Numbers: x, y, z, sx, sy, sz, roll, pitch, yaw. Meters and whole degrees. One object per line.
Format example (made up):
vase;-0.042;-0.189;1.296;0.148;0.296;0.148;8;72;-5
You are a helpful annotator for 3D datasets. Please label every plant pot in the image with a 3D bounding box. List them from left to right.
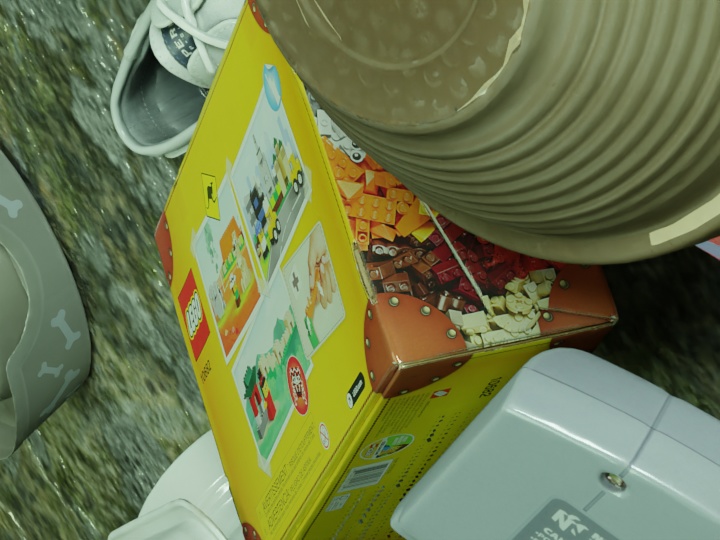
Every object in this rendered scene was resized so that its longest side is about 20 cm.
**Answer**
plant pot;0.033;-0.093;0.689;0.200;0.092;0.202;16;114;39

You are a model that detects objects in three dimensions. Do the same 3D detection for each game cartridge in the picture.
game cartridge;0.114;0.108;0.830;0.200;0.041;0.133;36;150;-1

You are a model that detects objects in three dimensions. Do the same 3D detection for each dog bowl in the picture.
dog bowl;-0.212;-0.002;1.382;0.200;0.058;0.201;43;150;31

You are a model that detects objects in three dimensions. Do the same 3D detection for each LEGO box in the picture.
LEGO box;0.000;0.000;0.901;0.200;0.077;0.150;120;136;-60

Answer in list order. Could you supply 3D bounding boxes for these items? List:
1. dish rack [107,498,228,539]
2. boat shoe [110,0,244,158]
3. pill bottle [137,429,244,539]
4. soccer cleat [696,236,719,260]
dish rack;-0.044;0.187;1.011;0.201;0.043;0.172;58;160;0
boat shoe;-0.045;-0.091;0.950;0.072;0.068;0.200;60;155;-1
pill bottle;0.002;0.154;1.083;0.200;0.116;0.117;45;152;28
soccer cleat;0.059;-0.068;0.791;0.200;0.067;0.077;40;154;32
